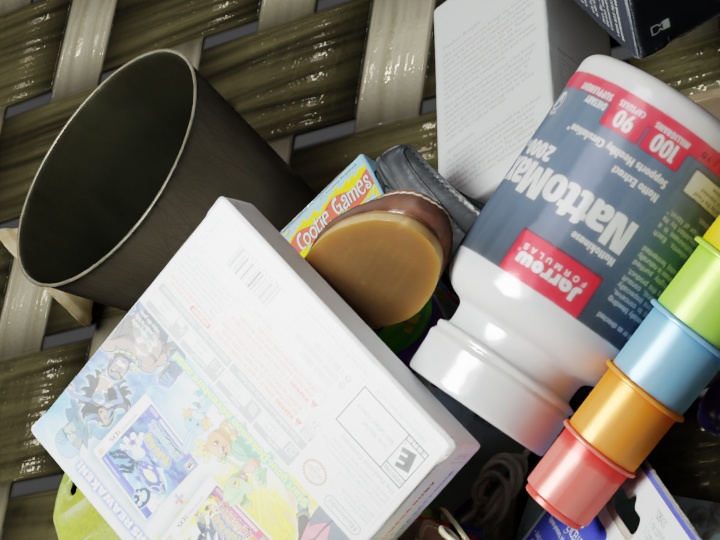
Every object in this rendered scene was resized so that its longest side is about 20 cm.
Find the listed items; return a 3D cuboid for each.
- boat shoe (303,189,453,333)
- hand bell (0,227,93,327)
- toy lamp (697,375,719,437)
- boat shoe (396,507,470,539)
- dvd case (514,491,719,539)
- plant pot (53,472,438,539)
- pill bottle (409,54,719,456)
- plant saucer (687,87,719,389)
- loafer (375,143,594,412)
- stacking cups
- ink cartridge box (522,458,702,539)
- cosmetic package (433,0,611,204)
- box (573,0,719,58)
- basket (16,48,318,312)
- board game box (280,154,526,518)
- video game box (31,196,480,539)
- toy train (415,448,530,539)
[{"bbox_3d":[0.000,0.000,1.177,0.070,0.070,0.200,-56,8,-34],"label":"boat shoe"},{"bbox_3d":[-0.180,-0.062,1.596,0.200,0.104,0.104,-45,41,-4],"label":"hand bell"},{"bbox_3d":[0.254,0.129,1.053,0.058,0.058,0.200,-49,50,10],"label":"toy lamp"},{"bbox_3d":[0.058,0.184,1.063,0.063,0.073,0.200,-52,24,14],"label":"boat shoe"},{"bbox_3d":[0.158,0.195,1.144,0.200,0.022,0.146,6,71,44],"label":"dvd case"},{"bbox_3d":[-0.083,0.166,1.271,0.200,0.184,0.201,-24,51,32],"label":"plant pot"},{"bbox_3d":[0.119,-0.005,1.116,0.119,0.119,0.200,33,89,49],"label":"pill bottle"},{"bbox_3d":[0.206,-0.016,1.221,0.200,0.029,0.201,-22,53,33],"label":"plant saucer"},{"bbox_3d":[0.087,-0.005,1.218,0.070,0.068,0.201,-40,74,-6],"label":"loafer"},{"bbox_3d":[0.157,0.044,1.055,0.200,0.060,0.061,-50,42,6],"label":"stacking cups"},{"bbox_3d":[0.112,0.195,1.076,0.200,0.047,0.198,-53,13,9],"label":"ink cartridge box"},{"bbox_3d":[0.107,-0.112,1.318,0.101,0.071,0.201,-34,39,33],"label":"cosmetic package"},{"bbox_3d":[0.194,-0.262,1.262,0.196,0.118,0.200,-29,42,-9],"label":"box"},{"bbox_3d":[-0.105,-0.030,1.399,0.181,0.200,0.136,-54,42,5],"label":"basket"},{"bbox_3d":[0.029,0.041,1.300,0.103,0.105,0.200,-43,43,17],"label":"board game box"},{"bbox_3d":[-0.062,0.093,1.126,0.182,0.047,0.200,-48,69,12],"label":"video game box"},{"bbox_3d":[0.016,0.148,1.196,0.200,0.116,0.085,-60,12,-17],"label":"toy train"}]
